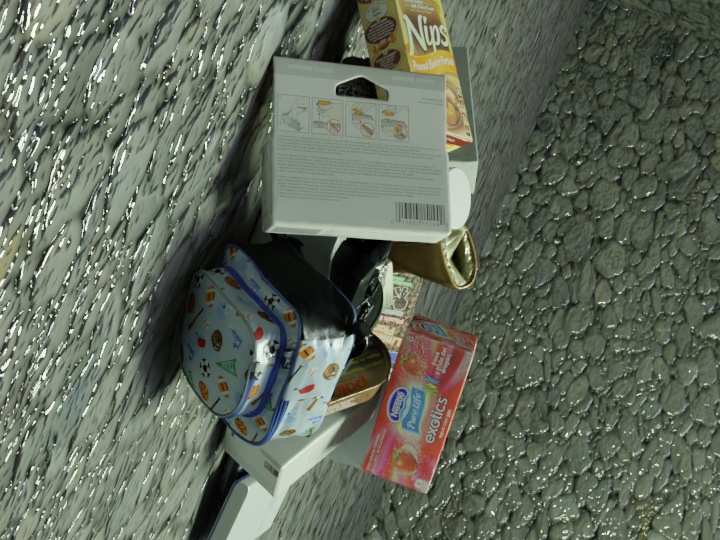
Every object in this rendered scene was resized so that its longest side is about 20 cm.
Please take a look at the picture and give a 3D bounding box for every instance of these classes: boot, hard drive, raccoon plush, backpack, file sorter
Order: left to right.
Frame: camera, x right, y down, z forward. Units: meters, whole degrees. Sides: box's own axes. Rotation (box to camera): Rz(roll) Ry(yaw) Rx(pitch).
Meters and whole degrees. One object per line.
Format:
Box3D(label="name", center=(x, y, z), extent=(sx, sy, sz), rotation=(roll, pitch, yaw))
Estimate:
Box3D(label="hard drive", center=(-0.149, 0.327, 1.749), extent=(0.133, 0.025, 0.200), rotation=(-65, 166, 12))
Box3D(label="backpack", center=(-0.099, 0.085, 1.315), extent=(0.153, 0.200, 0.192), rotation=(-9, 127, -28))
Box3D(label="raccoon plush", center=(-0.010, -0.223, 1.456), extent=(0.200, 0.096, 0.135), rotation=(80, 25, -69))
Box3D(label="boot", center=(-0.003, 0.006, 1.431), extent=(0.201, 0.065, 0.166), rotation=(100, 7, -50))
Box3D(label="file sorter", center=(0.003, 0.202, 1.838), extent=(0.124, 0.199, 0.140), rotation=(6, 93, -45))
Box3D(label="boot", center=(0.071, -0.067, 1.646), extent=(0.200, 0.066, 0.177), rotation=(7, -62, 65))

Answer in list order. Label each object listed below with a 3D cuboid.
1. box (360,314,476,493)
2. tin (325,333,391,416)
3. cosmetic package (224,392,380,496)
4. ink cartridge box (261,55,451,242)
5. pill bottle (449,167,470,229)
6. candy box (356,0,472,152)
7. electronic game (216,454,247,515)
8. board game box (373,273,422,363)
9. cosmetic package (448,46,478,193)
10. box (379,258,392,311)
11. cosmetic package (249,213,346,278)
Box3D(label="box", center=(0.078, 0.173, 1.656), extent=(0.103, 0.094, 0.202), rotation=(-49, 157, -76))
Box3D(label="tin", center=(-0.052, 0.132, 1.607), extent=(0.199, 0.112, 0.042), rotation=(-15, 140, -32))
Box3D(label="cosmetic package", center=(-0.075, 0.195, 1.664), extent=(0.199, 0.102, 0.074), rotation=(-34, 153, -35))
Box3D(label="ink cartridge box", center=(-0.004, -0.124, 1.327), extent=(0.045, 0.198, 0.178), rotation=(151, -59, -68))
Box3D(label="pill bottle", center=(0.031, -0.088, 1.545), extent=(0.104, 0.199, 0.105), rotation=(-3, 93, -57))
Box3D(label="candy box", center=(0.062, -0.244, 1.482), extent=(0.115, 0.055, 0.202), rotation=(8, 67, -55))
Box3D(label="electronic game", center=(-0.149, 0.268, 1.779), extent=(0.200, 0.041, 0.202), rotation=(21, 90, -80))
Box3D(label="board game box", center=(0.026, 0.006, 1.864), extent=(0.160, 0.096, 0.201), rotation=(-100, -159, -59))
Box3D(label="cosmetic package", center=(0.102, -0.211, 1.764), extent=(0.081, 0.112, 0.202), rotation=(90, 0, -60))
Box3D(label="box", center=(-0.051, 0.048, 1.577), extent=(0.199, 0.068, 0.083), rotation=(-35, 141, -29))
Box3D(label="cosmetic package", center=(-0.070, -0.034, 1.467), extent=(0.074, 0.101, 0.201), rotation=(46, 67, -79))
